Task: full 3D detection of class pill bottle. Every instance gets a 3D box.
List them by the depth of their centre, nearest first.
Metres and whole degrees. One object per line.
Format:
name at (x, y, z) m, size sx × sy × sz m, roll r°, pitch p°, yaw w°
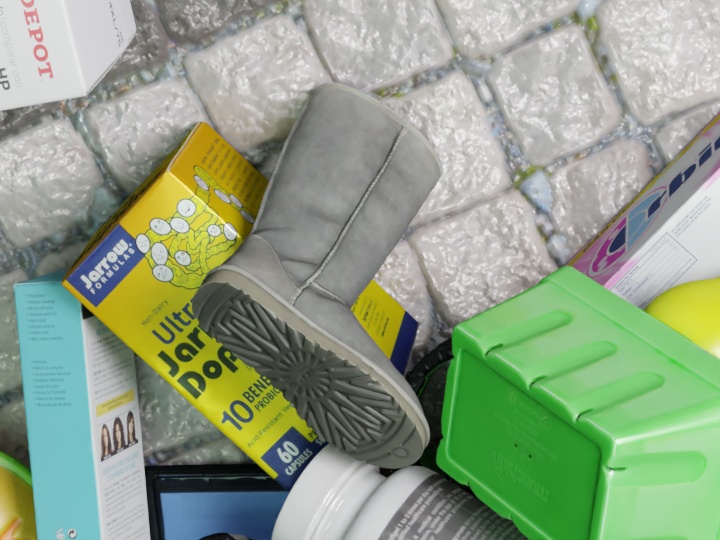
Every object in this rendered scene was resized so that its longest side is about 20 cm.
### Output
pill bottle at (0.048, 0.188, 1.412) m, size 0.199 × 0.111 × 0.111 m, roll 31°, pitch 113°, yaw 17°

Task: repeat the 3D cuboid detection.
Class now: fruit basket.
fruit basket at (0.171, 0.080, 1.332) m, size 0.214 × 0.216 × 0.157 m, roll 8°, pitch 112°, yaw 5°

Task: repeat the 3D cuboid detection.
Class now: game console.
game console at (-0.082, 0.230, 1.559) m, size 0.198 × 0.118 × 0.172 m, roll -2°, pitch 110°, yaw 8°

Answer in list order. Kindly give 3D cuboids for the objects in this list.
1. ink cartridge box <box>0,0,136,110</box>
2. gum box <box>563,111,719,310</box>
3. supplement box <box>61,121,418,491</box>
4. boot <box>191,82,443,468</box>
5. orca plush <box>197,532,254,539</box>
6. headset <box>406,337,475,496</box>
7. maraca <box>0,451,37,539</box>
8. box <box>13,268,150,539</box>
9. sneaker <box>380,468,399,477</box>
ink cartridge box at (-0.258, -0.178, 1.419) m, size 0.198 × 0.146 × 0.148 m, roll -9°, pitch 109°, yaw 11°
gum box at (0.187, -0.003, 1.438) m, size 0.066 × 0.114 × 0.200 m, roll 40°, pitch 110°, yaw -8°
supplement box at (-0.074, 0.022, 1.486) m, size 0.200 × 0.110 × 0.109 m, roll 43°, pitch 110°, yaw -8°
boot at (0.002, 0.000, 1.421) m, size 0.182 × 0.200 × 0.072 m, roll 44°, pitch 131°, yaw -10°
orca plush at (-0.019, 0.218, 1.505) m, size 0.199 × 0.071 × 0.106 m, roll 18°, pitch 131°, yaw 35°
headset at (0.121, 0.118, 1.528) m, size 0.199 × 0.094 × 0.124 m, roll 34°, pitch 117°, yaw 11°
maraca at (-0.256, 0.211, 1.582) m, size 0.136 × 0.107 × 0.202 m, roll -10°, pitch 109°, yaw 11°
box at (-0.181, 0.102, 1.521) m, size 0.049 × 0.082 × 0.202 m, roll -3°, pitch 96°, yaw 17°
sneaker at (0.035, 0.186, 1.541) m, size 0.073 × 0.085 × 0.201 m, roll -35°, pitch 103°, yaw 4°
